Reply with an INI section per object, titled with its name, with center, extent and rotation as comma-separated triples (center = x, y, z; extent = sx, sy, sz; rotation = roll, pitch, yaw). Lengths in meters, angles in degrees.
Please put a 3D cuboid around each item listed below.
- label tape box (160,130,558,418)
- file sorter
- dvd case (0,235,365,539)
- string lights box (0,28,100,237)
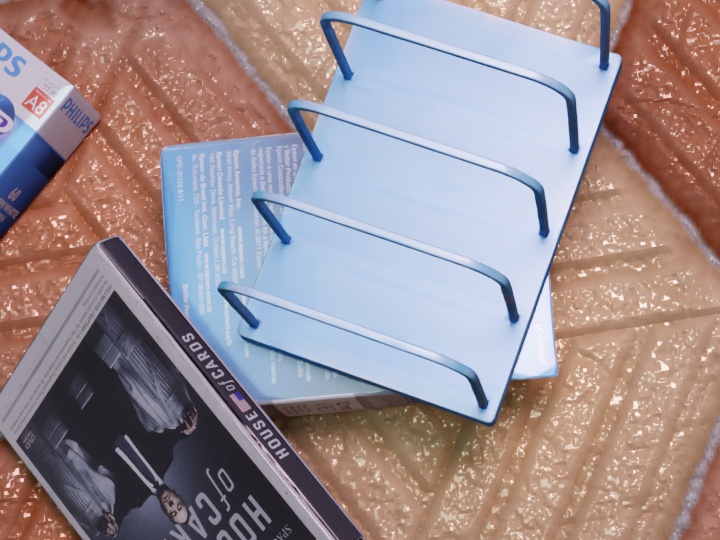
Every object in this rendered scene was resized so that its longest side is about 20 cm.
[label tape box]
center = 0.000, 0.000, 1.072
extent = 0.199, 0.066, 0.144
rotation = -5, 78, 4
[file sorter]
center = 0.029, -0.048, 0.983
extent = 0.138, 0.123, 0.201
rotation = 19, 81, 11
[dvd case]
center = -0.100, 0.103, 1.040
extent = 0.200, 0.025, 0.150
rotation = 50, 130, 15
[string lights box]
center = -0.249, -0.045, 1.120
extent = 0.103, 0.059, 0.200
rotation = 38, 86, 15
